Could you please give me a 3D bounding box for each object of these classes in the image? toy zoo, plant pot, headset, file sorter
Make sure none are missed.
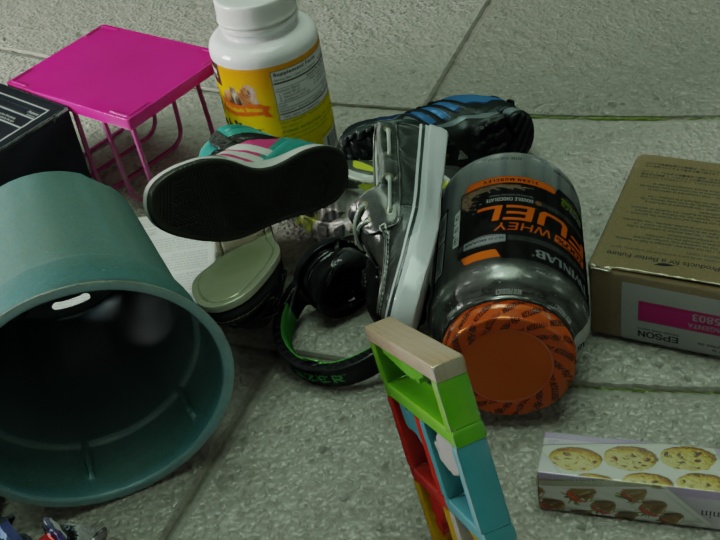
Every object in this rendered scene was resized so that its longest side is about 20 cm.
[{"bbox_3d":[0.058,0.133,0.634,0.020,0.201,0.131,-20,12,-12],"label":"toy zoo"},{"bbox_3d":[-0.219,0.036,0.801,0.199,0.201,0.196,-20,41,-13],"label":"plant pot"},{"bbox_3d":[0.000,0.000,0.885,0.123,0.094,0.201,10,55,32],"label":"headset"},{"bbox_3d":[-0.244,-0.162,1.132,0.199,0.126,0.139,20,48,35],"label":"file sorter"}]

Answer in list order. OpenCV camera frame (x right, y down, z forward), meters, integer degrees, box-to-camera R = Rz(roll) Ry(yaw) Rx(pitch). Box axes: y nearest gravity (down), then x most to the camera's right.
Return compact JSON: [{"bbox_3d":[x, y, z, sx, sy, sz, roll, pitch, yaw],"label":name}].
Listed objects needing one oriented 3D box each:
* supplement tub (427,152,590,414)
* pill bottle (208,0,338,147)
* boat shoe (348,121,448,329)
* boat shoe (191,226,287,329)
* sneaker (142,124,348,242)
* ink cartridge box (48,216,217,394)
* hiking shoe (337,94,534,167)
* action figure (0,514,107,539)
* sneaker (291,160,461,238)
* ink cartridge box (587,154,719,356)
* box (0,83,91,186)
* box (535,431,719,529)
[{"bbox_3d":[0.116,0.008,0.830,0.122,0.123,0.201,-3,38,10],"label":"supplement tub"},{"bbox_3d":[-0.088,-0.186,1.063,0.108,0.201,0.110,-7,37,5],"label":"pill bottle"},{"bbox_3d":[0.025,-0.035,0.829,0.070,0.072,0.201,8,50,0],"label":"boat shoe"},{"bbox_3d":[-0.094,0.015,0.884,0.074,0.066,0.199,-18,18,-1],"label":"boat shoe"},{"bbox_3d":[-0.123,-0.081,0.940,0.199,0.084,0.120,-14,19,-38],"label":"sneaker"},{"bbox_3d":[-0.201,0.037,0.944,0.160,0.050,0.201,-9,50,1],"label":"ink cartridge box"},{"bbox_3d":[0.072,-0.134,1.077,0.199,0.075,0.087,-6,29,-10],"label":"hiking shoe"},{"bbox_3d":[-0.253,0.213,0.676,0.193,0.105,0.200,-28,65,-29],"label":"action figure"},{"bbox_3d":[0.015,-0.071,1.013,0.199,0.075,0.084,9,18,29],"label":"sneaker"},{"bbox_3d":[0.299,-0.009,0.846,0.199,0.075,0.165,12,44,24],"label":"ink cartridge box"},{"bbox_3d":[-0.415,-0.093,1.087,0.199,0.124,0.198,22,49,33],"label":"box"},{"bbox_3d":[0.217,0.142,0.700,0.199,0.039,0.042,4,41,18],"label":"box"}]
